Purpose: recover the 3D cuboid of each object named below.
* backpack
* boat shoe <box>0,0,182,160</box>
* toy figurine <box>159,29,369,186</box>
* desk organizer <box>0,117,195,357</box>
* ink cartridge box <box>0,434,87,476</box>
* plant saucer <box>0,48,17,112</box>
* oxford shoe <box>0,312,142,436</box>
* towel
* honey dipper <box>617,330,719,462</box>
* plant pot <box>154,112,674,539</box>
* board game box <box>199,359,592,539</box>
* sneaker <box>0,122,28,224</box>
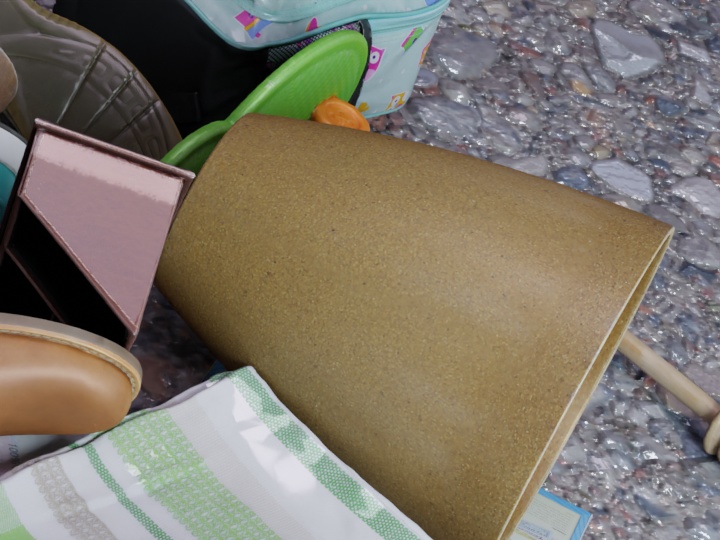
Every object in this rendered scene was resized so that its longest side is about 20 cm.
[{"bbox_3d":[-0.049,-0.162,1.599,0.199,0.154,0.176,-8,40,-46],"label":"backpack"},{"bbox_3d":[-0.173,-0.101,1.514,0.201,0.066,0.072,39,80,0],"label":"boat shoe"},{"bbox_3d":[0.000,0.000,1.428,0.184,0.150,0.200,43,32,12],"label":"toy figurine"},{"bbox_3d":[-0.134,0.015,1.264,0.071,0.200,0.077,19,67,-7],"label":"desk organizer"},{"bbox_3d":[-0.156,0.134,1.199,0.199,0.086,0.148,9,37,-22],"label":"ink cartridge box"},{"bbox_3d":[-0.267,-0.096,1.380,0.199,0.200,0.035,14,71,-13],"label":"plant saucer"},{"bbox_3d":[-0.185,0.061,1.160,0.199,0.071,0.072,0,54,-17],"label":"oxford shoe"},{"bbox_3d":[-0.070,0.115,1.175,0.149,0.031,0.200,40,37,23],"label":"towel"},{"bbox_3d":[0.158,0.050,1.537,0.038,0.038,0.200,-18,49,-44],"label":"honey dipper"},{"bbox_3d":[0.013,0.015,1.298,0.199,0.187,0.187,29,35,6],"label":"plant pot"},{"bbox_3d":[0.000,0.118,1.354,0.199,0.034,0.135,27,35,5],"label":"board game box"},{"bbox_3d":[-0.252,-0.016,1.350,0.199,0.121,0.084,3,-21,38],"label":"sneaker"}]
